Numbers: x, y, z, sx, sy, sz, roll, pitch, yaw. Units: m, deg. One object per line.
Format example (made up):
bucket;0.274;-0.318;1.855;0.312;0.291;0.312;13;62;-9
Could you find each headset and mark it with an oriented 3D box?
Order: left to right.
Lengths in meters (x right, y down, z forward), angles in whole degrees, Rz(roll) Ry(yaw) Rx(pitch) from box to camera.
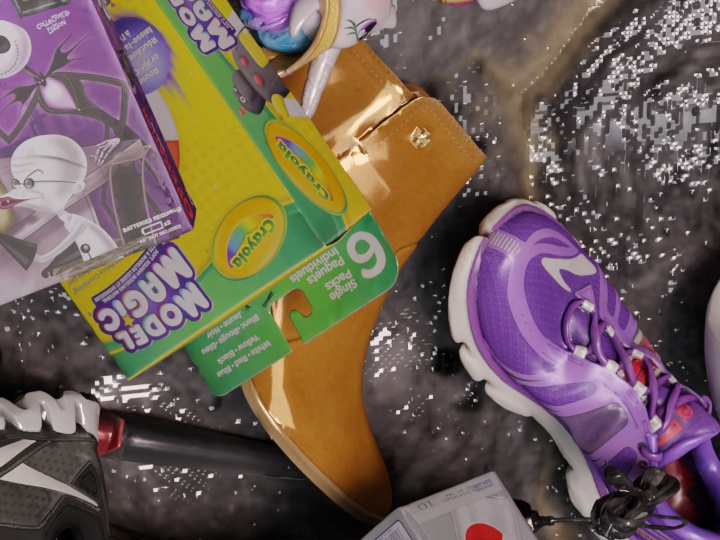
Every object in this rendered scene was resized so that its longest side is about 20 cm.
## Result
headset;0.063;0.151;0.914;0.200;0.094;0.124;-44;81;27

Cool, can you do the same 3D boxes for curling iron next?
curling iron;-0.112;0.062;0.904;0.200;0.026;0.050;20;106;-20

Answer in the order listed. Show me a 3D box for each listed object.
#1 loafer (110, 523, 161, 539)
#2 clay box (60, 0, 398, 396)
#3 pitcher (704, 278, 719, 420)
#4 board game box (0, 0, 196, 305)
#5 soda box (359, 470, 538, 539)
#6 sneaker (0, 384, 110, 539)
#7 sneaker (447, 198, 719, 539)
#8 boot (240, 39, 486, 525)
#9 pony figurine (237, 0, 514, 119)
loafer;-0.106;0.133;0.898;0.200;0.071;0.073;4;144;-37
clay box;-0.084;-0.048;0.801;0.115;0.048;0.200;-34;92;32
pitcher;0.227;0.091;0.933;0.200;0.121;0.172;51;57;-28
board game box;-0.171;-0.033;0.716;0.200;0.032;0.120;-21;104;6
soda box;-0.005;0.168;0.890;0.068;0.064;0.200;-14;155;-49
sneaker;-0.165;0.092;0.790;0.066;0.091;0.200;-31;160;32
sneaker;0.115;0.048;0.916;0.081;0.083;0.200;-50;119;-22
boot;0.000;-0.001;0.886;0.144;0.071;0.201;-37;109;1
pony figurine;0.036;-0.168;0.806;0.200;0.166;0.194;-19;121;-23
